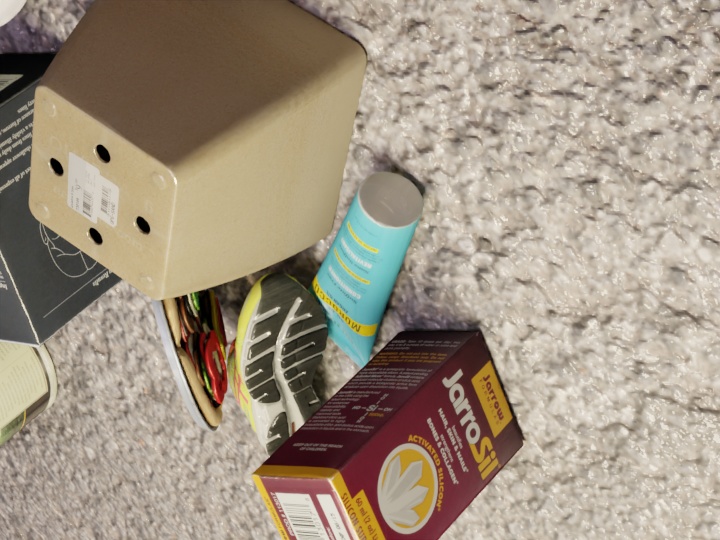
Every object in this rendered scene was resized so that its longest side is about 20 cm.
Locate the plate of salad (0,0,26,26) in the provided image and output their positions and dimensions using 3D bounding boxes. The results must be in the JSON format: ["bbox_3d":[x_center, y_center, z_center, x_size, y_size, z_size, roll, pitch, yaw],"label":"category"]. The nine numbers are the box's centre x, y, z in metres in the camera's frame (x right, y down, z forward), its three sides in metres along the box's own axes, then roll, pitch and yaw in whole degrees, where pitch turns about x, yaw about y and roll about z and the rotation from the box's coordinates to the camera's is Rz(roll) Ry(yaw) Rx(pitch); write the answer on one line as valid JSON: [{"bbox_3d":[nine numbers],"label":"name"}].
[{"bbox_3d":[-0.337,-0.291,1.668,0.199,0.048,0.201,16,125,25],"label":"plate of salad"}]

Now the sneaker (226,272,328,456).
[{"bbox_3d":[-0.080,0.069,1.694,0.090,0.078,0.201,50,151,37],"label":"sneaker"}]

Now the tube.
[{"bbox_3d":[0.000,0.000,1.596,0.077,0.050,0.200,49,149,18],"label":"tube"}]

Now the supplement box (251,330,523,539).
[{"bbox_3d":[0.025,0.143,1.560,0.085,0.200,0.111,-2,120,43],"label":"supplement box"}]

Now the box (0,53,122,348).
[{"bbox_3d":[-0.288,-0.062,1.730,0.107,0.148,0.201,5,124,42],"label":"box"}]

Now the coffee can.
[{"bbox_3d":[-0.410,0.130,1.961,0.146,0.200,0.147,25,136,27],"label":"coffee can"}]

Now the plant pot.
[{"bbox_3d":[-0.138,-0.098,1.535,0.200,0.177,0.200,33,139,18],"label":"plant pot"}]

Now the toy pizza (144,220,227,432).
[{"bbox_3d":[-0.135,0.031,1.660,0.032,0.200,0.201,-14,118,4],"label":"toy pizza"}]
